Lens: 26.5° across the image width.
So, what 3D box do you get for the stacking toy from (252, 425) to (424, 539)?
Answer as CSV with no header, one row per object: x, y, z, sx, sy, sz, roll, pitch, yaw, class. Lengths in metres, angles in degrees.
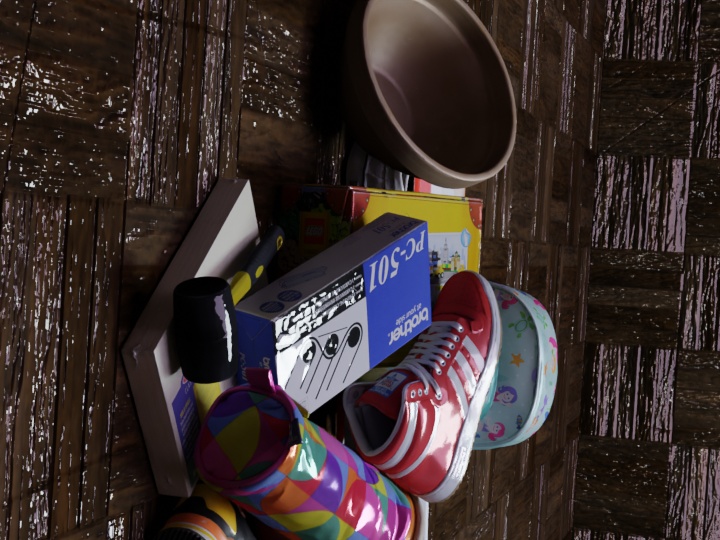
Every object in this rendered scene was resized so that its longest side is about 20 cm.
-0.049,0.172,1.225,0.201,0.145,0.147,57,36,-35,stacking toy

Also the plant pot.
0.045,-0.160,1.400,0.200,0.092,0.203,22,56,-38,plant pot

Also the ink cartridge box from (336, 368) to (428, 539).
0.003,0.185,1.395,0.043,0.173,0.202,-6,104,-29,ink cartridge box

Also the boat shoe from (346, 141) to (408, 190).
0.039,-0.138,1.503,0.201,0.065,0.072,-68,156,-48,boat shoe

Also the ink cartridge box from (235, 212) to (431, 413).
-0.017,0.035,1.172,0.200,0.044,0.095,-34,128,-46,ink cartridge box

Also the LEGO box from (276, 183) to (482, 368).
0.019,0.005,1.324,0.199,0.077,0.151,2,92,-52,LEGO box

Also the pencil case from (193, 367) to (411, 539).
-0.037,0.149,1.088,0.200,0.088,0.089,49,46,-51,pencil case

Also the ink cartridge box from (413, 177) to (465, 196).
0.090,-0.143,1.678,0.200,0.050,0.164,-41,134,-82,ink cartridge box

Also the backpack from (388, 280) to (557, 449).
0.089,0.090,1.495,0.150,0.198,0.179,15,80,-74,backpack

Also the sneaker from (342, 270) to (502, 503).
0.051,0.078,1.255,0.112,0.071,0.202,32,62,-42,sneaker

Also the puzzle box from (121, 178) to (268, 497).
-0.111,0.044,1.087,0.201,0.025,0.134,-66,156,-50,puzzle box

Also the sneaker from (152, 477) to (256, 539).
-0.093,0.234,1.111,0.090,0.069,0.201,-63,150,-48,sneaker

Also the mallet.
-0.084,0.020,1.072,0.200,0.041,0.067,-49,139,-71,mallet
